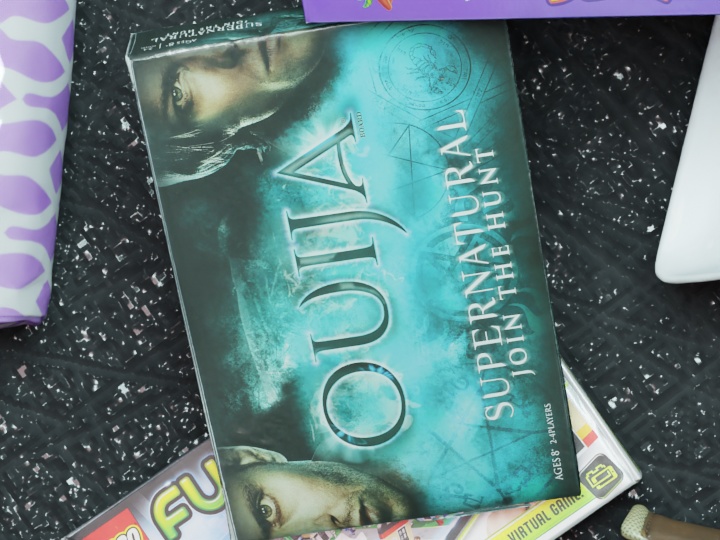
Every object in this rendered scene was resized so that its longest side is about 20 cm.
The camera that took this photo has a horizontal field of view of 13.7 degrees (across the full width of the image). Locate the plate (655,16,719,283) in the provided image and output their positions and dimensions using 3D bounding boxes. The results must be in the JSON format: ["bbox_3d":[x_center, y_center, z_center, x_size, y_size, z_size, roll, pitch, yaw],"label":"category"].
[{"bbox_3d":[0.201,-0.089,1.064,0.032,0.199,0.201,23,74,-32],"label":"plate"}]

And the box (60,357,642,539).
[{"bbox_3d":[-0.003,0.092,1.153,0.200,0.035,0.110,-35,87,4],"label":"box"}]

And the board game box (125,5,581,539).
[{"bbox_3d":[0.000,0.000,1.081,0.135,0.028,0.201,-9,115,5],"label":"board game box"}]

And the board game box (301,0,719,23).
[{"bbox_3d":[0.093,-0.131,1.029,0.199,0.135,0.045,1,115,23],"label":"board game box"}]

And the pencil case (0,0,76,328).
[{"bbox_3d":[-0.153,-0.071,1.146,0.085,0.084,0.201,6,88,18],"label":"pencil case"}]

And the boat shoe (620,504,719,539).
[{"bbox_3d":[0.121,0.121,1.121,0.202,0.075,0.075,-23,78,-4],"label":"boat shoe"}]
